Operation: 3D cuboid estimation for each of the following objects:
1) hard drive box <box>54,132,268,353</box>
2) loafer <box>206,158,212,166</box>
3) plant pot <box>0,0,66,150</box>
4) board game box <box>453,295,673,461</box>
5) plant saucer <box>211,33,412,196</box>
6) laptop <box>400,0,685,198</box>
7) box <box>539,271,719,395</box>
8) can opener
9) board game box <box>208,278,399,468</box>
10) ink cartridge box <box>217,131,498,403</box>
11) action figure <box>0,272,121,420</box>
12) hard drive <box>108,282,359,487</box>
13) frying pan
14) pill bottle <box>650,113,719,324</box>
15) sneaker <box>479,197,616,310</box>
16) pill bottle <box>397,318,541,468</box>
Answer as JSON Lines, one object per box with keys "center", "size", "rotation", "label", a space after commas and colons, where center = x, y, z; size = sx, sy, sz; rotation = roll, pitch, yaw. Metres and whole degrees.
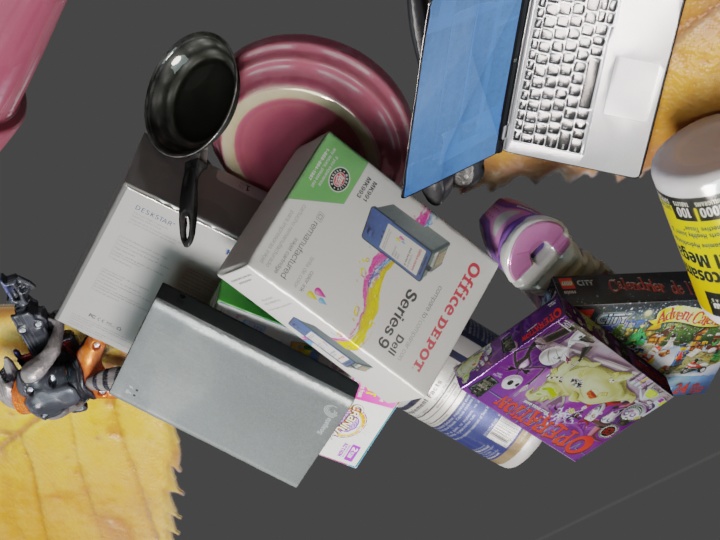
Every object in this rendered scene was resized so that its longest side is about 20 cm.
{"center": [-0.177, -0.006, 1.453], "size": [0.154, 0.077, 0.201], "rotation": [26, 132, -12], "label": "hard drive box"}
{"center": [-0.199, -0.034, 1.522], "size": [0.071, 0.063, 0.201], "rotation": [29, 132, -7], "label": "loafer"}
{"center": [-0.349, -0.216, 1.334], "size": [0.199, 0.201, 0.179], "rotation": [38, 115, -17], "label": "plant pot"}
{"center": [0.187, 0.102, 1.401], "size": [0.119, 0.033, 0.199], "rotation": [-33, 138, 23], "label": "board game box"}
{"center": [-0.050, -0.118, 1.412], "size": [0.198, 0.051, 0.202], "rotation": [9, 132, 10], "label": "plant saucer"}
{"center": [0.149, -0.146, 1.273], "size": [0.197, 0.116, 0.189], "rotation": [12, 128, 6], "label": "laptop"}
{"center": [0.251, 0.062, 1.431], "size": [0.197, 0.038, 0.138], "rotation": [-2, 137, -19], "label": "box"}
{"center": [0.076, -0.158, 1.335], "size": [0.062, 0.079, 0.202], "rotation": [-1, 118, 7], "label": "can opener"}
{"center": [-0.063, 0.097, 1.448], "size": [0.198, 0.041, 0.154], "rotation": [21, 132, -12], "label": "board game box"}
{"center": [0.000, 0.000, 1.353], "size": [0.199, 0.146, 0.087], "rotation": [38, 161, -16], "label": "ink cartridge box"}
{"center": [-0.316, 0.094, 1.647], "size": [0.191, 0.105, 0.201], "rotation": [-19, 126, 18], "label": "action figure"}
{"center": [-0.116, 0.106, 1.405], "size": [0.198, 0.033, 0.140], "rotation": [27, 131, -6], "label": "hard drive"}
{"center": [-0.135, -0.125, 1.361], "size": [0.115, 0.192, 0.031], "rotation": [-38, 147, 25], "label": "frying pan"}
{"center": [0.330, -0.024, 1.324], "size": [0.111, 0.113, 0.202], "rotation": [-13, 118, 26], "label": "pill bottle"}
{"center": [0.172, -0.004, 1.436], "size": [0.081, 0.088, 0.200], "rotation": [-47, 135, -1], "label": "sneaker"}
{"center": [0.090, 0.101, 1.522], "size": [0.199, 0.112, 0.111], "rotation": [30, 132, -11], "label": "pill bottle"}
